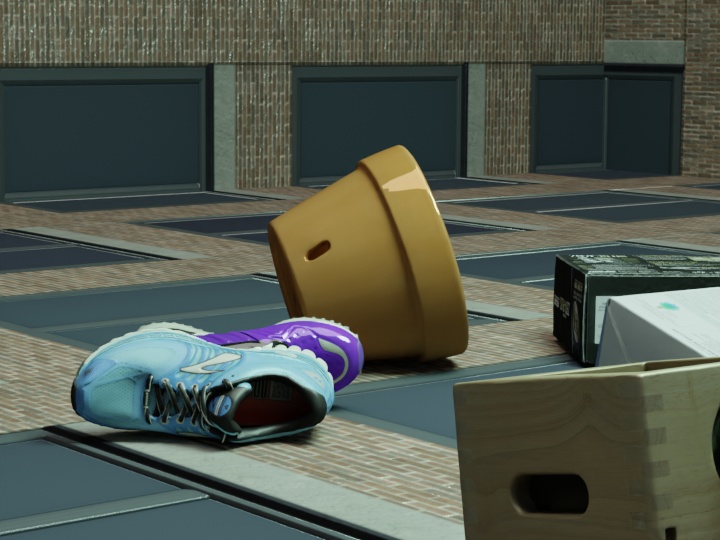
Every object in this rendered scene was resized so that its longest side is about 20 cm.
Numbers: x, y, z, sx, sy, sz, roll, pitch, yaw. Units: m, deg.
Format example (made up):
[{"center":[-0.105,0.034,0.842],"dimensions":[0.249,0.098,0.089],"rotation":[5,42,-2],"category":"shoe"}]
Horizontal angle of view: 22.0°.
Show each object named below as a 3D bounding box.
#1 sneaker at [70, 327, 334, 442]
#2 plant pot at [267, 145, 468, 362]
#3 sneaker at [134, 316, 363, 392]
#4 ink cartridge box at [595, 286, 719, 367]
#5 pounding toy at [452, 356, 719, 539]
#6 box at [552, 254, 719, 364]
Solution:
[{"center":[-0.115,0.089,1.374],"dimensions":[0.199,0.079,0.090],"rotation":[-1,11,-8],"category":"sneaker"},{"center":[0.000,0.000,1.693],"dimensions":[0.139,0.201,0.200],"rotation":[-17,10,-8],"category":"plant pot"},{"center":[-0.099,0.084,1.478],"dimensions":[0.199,0.070,0.100],"rotation":[-3,13,8],"category":"sneaker"},{"center":[0.300,0.071,1.420],"dimensions":[0.199,0.077,0.136],"rotation":[-6,26,-32],"category":"ink cartridge box"},{"center":[0.164,0.122,1.000],"dimensions":[0.184,0.143,0.200],"rotation":[-4,-2,-35],"category":"pounding toy"},{"center":[0.296,0.035,1.773],"dimensions":[0.199,0.087,0.164],"rotation":[0,7,-5],"category":"box"}]
